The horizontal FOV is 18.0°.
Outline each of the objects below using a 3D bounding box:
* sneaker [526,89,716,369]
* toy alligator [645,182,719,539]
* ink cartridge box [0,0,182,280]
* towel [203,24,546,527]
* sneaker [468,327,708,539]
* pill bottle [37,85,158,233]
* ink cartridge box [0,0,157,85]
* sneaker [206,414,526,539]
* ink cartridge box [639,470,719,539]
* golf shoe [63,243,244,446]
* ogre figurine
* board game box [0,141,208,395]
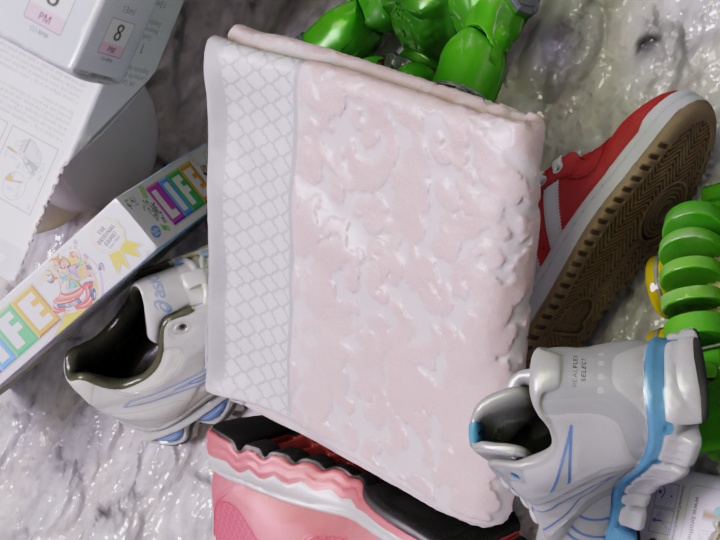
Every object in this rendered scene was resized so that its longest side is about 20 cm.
[{"bbox_3d":[0.078,-0.023,1.088,0.112,0.071,0.200,44,107,33],"label":"sneaker"},{"bbox_3d":[0.152,0.036,0.996,0.059,0.054,0.201,-15,53,29],"label":"toy alligator"},{"bbox_3d":[-0.189,-0.116,1.211,0.162,0.057,0.201,28,102,29],"label":"ink cartridge box"},{"bbox_3d":[0.000,0.000,1.061,0.191,0.032,0.201,22,121,35],"label":"towel"},{"bbox_3d":[0.087,0.079,0.986,0.086,0.200,0.075,5,59,-4],"label":"sneaker"},{"bbox_3d":[-0.216,-0.078,1.302,0.199,0.113,0.113,4,80,37],"label":"pill bottle"},{"bbox_3d":[-0.150,-0.216,1.140,0.162,0.057,0.201,29,103,29],"label":"ink cartridge box"},{"bbox_3d":[0.004,0.138,1.115,0.200,0.074,0.087,21,111,38],"label":"sneaker"},{"bbox_3d":[0.202,0.157,0.962,0.199,0.042,0.120,7,81,41],"label":"ink cartridge box"},{"bbox_3d":[-0.068,0.017,1.173,0.200,0.097,0.078,-42,54,19],"label":"golf shoe"},{"bbox_3d":[0.022,-0.109,1.136,0.120,0.098,0.200,-57,9,-5],"label":"ogre figurine"},{"bbox_3d":[-0.163,0.017,1.225,0.200,0.134,0.034,-39,92,22],"label":"board game box"}]
